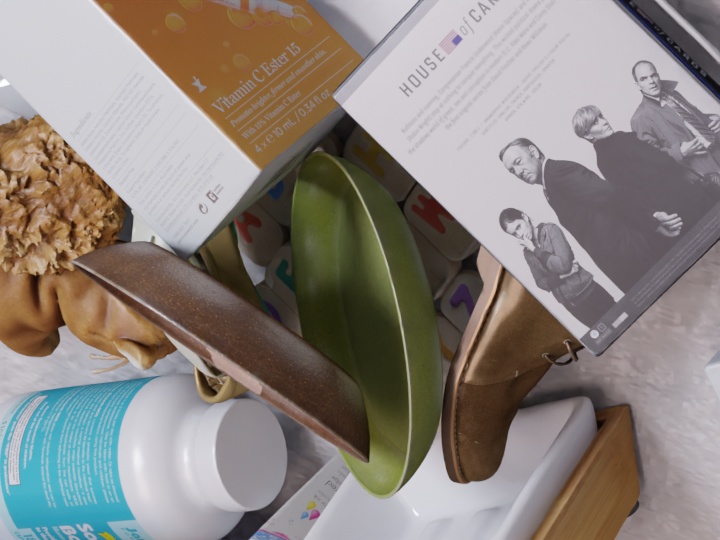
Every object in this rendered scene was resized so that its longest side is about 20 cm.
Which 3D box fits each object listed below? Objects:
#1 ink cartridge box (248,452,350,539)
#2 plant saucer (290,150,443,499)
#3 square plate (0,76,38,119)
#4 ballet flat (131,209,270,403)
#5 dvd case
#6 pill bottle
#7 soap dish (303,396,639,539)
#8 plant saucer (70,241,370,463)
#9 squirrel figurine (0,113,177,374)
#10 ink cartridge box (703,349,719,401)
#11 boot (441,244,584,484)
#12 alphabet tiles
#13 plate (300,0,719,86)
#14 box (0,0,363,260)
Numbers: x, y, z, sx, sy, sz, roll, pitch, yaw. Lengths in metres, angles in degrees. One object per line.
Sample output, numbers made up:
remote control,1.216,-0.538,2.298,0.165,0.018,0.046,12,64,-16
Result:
ink cartridge box,-0.038,0.216,1.783,0.116,0.200,0.067,43,135,4
plant saucer,0.006,0.028,1.654,0.200,0.031,0.200,168,90,-73
square plate,-0.140,-0.156,1.734,0.198,0.028,0.200,24,129,21
ballet flat,-0.099,-0.003,1.722,0.069,0.063,0.200,26,146,50
dvd case,0.105,-0.074,1.535,0.200,0.025,0.150,45,112,1
pill bottle,-0.144,0.124,1.861,0.200,0.111,0.111,-8,113,39
soap dish,0.059,0.159,1.711,0.200,0.157,0.081,-18,115,41
plant saucer,-0.069,0.038,1.629,0.200,0.037,0.200,33,175,3
squirrel figurine,-0.190,-0.011,1.771,0.187,0.142,0.200,24,152,12
ink cartridge box,0.311,0.108,1.576,0.200,0.041,0.200,-14,109,40
boot,0.095,0.040,1.616,0.075,0.074,0.200,19,118,11
alphabet tiles,0.000,0.000,1.732,0.196,0.015,0.200,45,134,11
plate,0.085,-0.126,1.590,0.200,0.032,0.200,47,135,0
box,-0.112,-0.127,1.627,0.200,0.124,0.097,45,135,2
